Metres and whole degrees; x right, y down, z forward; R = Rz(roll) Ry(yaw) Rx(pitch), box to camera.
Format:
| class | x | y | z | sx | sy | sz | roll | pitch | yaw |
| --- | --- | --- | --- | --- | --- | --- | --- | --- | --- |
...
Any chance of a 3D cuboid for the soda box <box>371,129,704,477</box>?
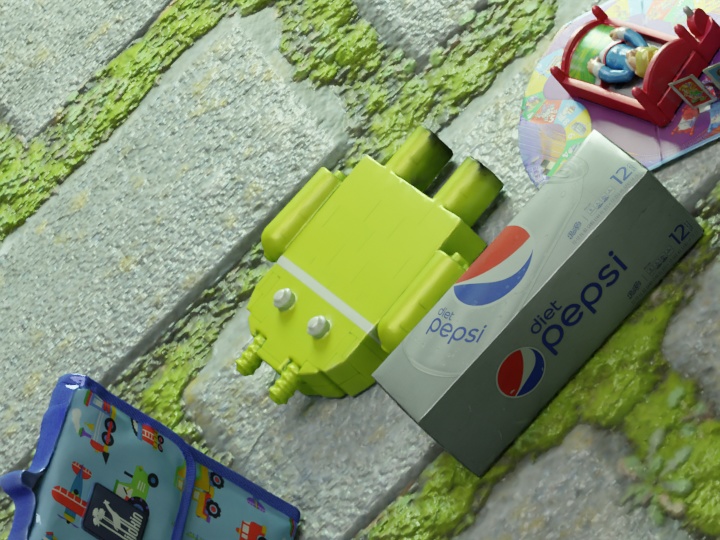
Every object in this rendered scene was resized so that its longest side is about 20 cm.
| class | x | y | z | sx | sy | sz | roll | pitch | yaw |
| --- | --- | --- | --- | --- | --- | --- | --- | --- | --- |
| soda box | 0.103 | 0.019 | 1.640 | 0.200 | 0.068 | 0.063 | -48 | 38 | 1 |

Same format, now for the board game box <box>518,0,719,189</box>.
| class | x | y | z | sx | sy | sz | roll | pitch | yaw |
| --- | --- | --- | --- | --- | --- | --- | --- | --- | --- |
| board game box | 0.171 | -0.133 | 1.725 | 0.199 | 0.039 | 0.159 | -25 | 44 | 25 |

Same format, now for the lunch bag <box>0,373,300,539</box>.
| class | x | y | z | sx | sy | sz | roll | pitch | yaw |
| --- | --- | --- | --- | --- | --- | --- | --- | --- | --- |
| lunch bag | -0.142 | 0.166 | 1.639 | 0.094 | 0.200 | 0.151 | -12 | 51 | 37 |

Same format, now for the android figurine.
| class | x | y | z | sx | sy | sz | roll | pitch | yaw |
| --- | --- | --- | --- | --- | --- | --- | --- | --- | --- |
| android figurine | 0.000 | 0.000 | 1.777 | 0.200 | 0.041 | 0.182 | -48 | 38 | -2 |
